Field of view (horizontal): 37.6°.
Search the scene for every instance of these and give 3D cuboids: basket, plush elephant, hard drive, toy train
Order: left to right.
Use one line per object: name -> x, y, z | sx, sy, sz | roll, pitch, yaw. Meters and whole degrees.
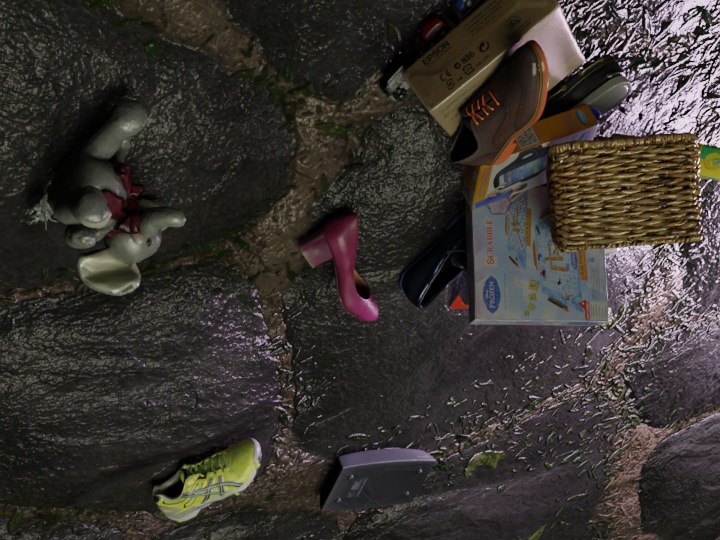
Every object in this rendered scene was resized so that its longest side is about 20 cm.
plush elephant -> -0.282, -0.067, 1.240 | 0.154, 0.166, 0.199 | 32, 140, -31
hard drive -> 0.028, 0.381, 1.936 | 0.199, 0.042, 0.135 | 2, 130, -30
toy train -> 0.095, -0.294, 1.318 | 0.046, 0.034, 0.200 | 32, 112, -32
basket -> 0.354, -0.114, 1.438 | 0.198, 0.143, 0.150 | -5, 101, 8

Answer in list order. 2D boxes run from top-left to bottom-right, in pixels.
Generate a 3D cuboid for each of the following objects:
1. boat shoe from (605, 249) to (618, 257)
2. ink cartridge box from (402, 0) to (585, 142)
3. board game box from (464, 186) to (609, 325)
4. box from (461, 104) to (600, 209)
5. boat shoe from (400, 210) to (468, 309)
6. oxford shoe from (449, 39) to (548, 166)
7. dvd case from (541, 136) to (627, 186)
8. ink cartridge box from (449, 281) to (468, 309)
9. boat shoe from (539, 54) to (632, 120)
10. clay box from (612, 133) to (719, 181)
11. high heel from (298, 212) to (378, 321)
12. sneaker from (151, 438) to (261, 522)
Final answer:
boat shoe -> 0.298, -0.025, 1.603 | 0.198, 0.074, 0.066 | -12, 131, 8
ink cartridge box -> 0.170, -0.257, 1.332 | 0.200, 0.075, 0.165 | -39, 156, 9
board game box -> 0.252, -0.022, 1.522 | 0.198, 0.202, 0.041 | 2, 167, -8
box -> 0.239, -0.157, 1.441 | 0.199, 0.042, 0.119 | -18, 156, -9
boat shoe -> 0.151, -0.017, 1.591 | 0.084, 0.069, 0.200 | 22, 118, -42
oxford shoe -> 0.166, -0.192, 1.274 | 0.072, 0.071, 0.201 | -13, 148, -25
dvd case -> 0.310, -0.116, 1.585 | 0.149, 0.025, 0.201 | 2, 134, -6
ink cartridge box -> 0.235, 0.044, 1.631 | 0.161, 0.051, 0.200 | -2, 158, -10
boat shoe -> 0.275, -0.222, 1.466 | 0.200, 0.061, 0.072 | -31, 154, 15
clay box -> 0.472, -0.161, 1.535 | 0.114, 0.200, 0.048 | 6, 99, -33
high heel -> 0.000, 0.000, 1.521 | 0.096, 0.068, 0.200 | -28, 136, 14
sneaker -> -0.248, 0.338, 1.716 | 0.199, 0.076, 0.076 | -36, 139, 5
